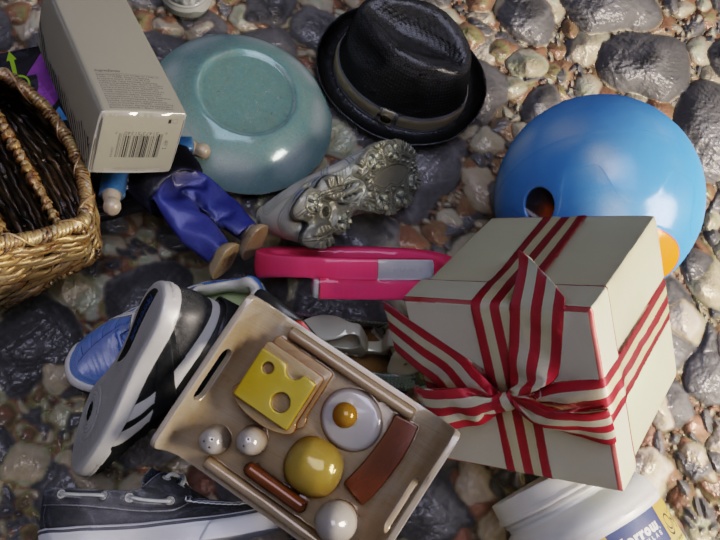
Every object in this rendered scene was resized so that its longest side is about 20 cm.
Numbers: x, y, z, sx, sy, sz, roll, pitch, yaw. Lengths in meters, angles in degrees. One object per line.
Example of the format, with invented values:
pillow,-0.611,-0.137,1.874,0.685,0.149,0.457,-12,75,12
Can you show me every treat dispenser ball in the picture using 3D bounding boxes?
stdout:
treat dispenser ball,0.232,-0.070,0.823,0.199,0.201,0.203,4,67,-9

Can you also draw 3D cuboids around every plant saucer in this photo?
plant saucer,-0.122,-0.177,0.880,0.199,0.039,0.203,8,64,-16

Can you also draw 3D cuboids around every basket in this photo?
basket,-0.315,-0.092,0.725,0.142,0.149,0.201,-28,73,-16

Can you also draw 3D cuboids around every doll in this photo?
doll,-0.184,-0.079,0.788,0.200,0.049,0.136,42,48,14

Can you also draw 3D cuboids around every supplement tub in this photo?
supplement tub,0.213,0.262,0.710,0.144,0.145,0.201,-23,74,-19

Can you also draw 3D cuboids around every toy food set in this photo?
toy food set,-0.044,0.130,0.649,0.199,0.060,0.144,33,87,8

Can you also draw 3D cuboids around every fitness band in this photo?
fitness band,0.000,0.000,0.787,0.198,0.144,0.038,2,96,-11

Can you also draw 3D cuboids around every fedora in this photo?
fedora,0.052,-0.237,0.919,0.199,0.092,0.202,4,66,-9

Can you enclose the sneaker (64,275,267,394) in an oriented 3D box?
sneaker,-0.174,0.050,0.766,0.199,0.077,0.076,-24,75,-17

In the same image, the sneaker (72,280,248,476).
sneaker,-0.160,0.109,0.715,0.111,0.201,0.073,20,26,-31

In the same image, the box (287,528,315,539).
box,-0.042,0.323,0.669,0.163,0.086,0.201,-19,72,-18

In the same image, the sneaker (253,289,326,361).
sneaker,-0.056,0.122,0.728,0.108,0.067,0.202,-41,106,-10

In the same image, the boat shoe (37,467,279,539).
boat shoe,-0.169,0.201,0.710,0.198,0.072,0.068,-3,69,-4

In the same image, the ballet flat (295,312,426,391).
ballet flat,0.002,0.072,0.791,0.198,0.071,0.070,6,59,-8

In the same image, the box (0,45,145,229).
box,-0.287,-0.141,0.848,0.142,0.036,0.201,-17,73,-17

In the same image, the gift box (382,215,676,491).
gift box,0.142,0.052,0.698,0.187,0.183,0.201,-42,118,-44

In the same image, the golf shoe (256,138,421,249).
golf shoe,-0.021,-0.085,0.854,0.199,0.097,0.079,-27,113,-43

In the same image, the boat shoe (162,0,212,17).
boat shoe,-0.183,-0.384,0.954,0.074,0.065,0.203,13,66,-5

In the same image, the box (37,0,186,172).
box,-0.236,-0.180,0.779,0.082,0.069,0.201,-3,47,-34
